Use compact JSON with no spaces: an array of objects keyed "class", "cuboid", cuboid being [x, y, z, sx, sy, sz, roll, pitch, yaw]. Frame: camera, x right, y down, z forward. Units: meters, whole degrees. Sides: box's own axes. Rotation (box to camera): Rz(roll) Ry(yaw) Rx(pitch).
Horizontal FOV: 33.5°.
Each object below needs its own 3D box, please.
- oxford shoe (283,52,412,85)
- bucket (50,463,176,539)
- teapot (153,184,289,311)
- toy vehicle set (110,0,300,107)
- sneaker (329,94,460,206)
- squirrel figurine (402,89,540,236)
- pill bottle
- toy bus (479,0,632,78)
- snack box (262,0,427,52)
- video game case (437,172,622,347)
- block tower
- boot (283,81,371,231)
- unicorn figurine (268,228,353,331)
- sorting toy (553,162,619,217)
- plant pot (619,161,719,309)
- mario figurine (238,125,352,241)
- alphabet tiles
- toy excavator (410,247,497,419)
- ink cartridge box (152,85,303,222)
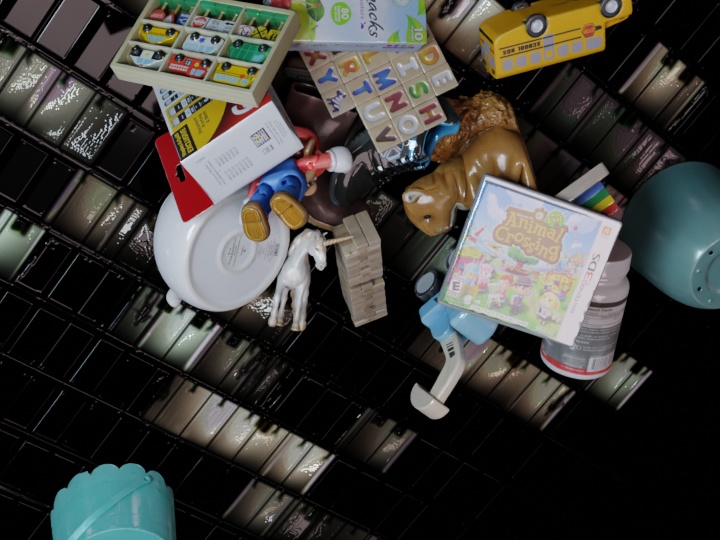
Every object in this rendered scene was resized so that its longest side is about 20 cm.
[{"class":"oxford shoe","cuboid":[-0.004,-0.281,1.559,0.197,0.073,0.086,-6,95,-9]},{"class":"bucket","cuboid":[-0.368,0.410,1.795,0.205,0.135,0.209,-7,121,-12]},{"class":"teapot","cuboid":[-0.199,-0.056,1.577,0.200,0.146,0.198,-44,137,-12]},{"class":"toy vehicle set","cuboid":[-0.183,-0.266,1.415,0.125,0.198,0.027,-66,155,-23]},{"class":"sneaker","cuboid":[0.042,-0.152,1.544,0.200,0.082,0.073,-47,157,3]},{"class":"squirrel figurine","cuboid":[0.138,-0.145,1.648,0.185,0.142,0.202,-18,102,11]},{"class":"pill bottle","cuboid":[0.344,0.053,1.816,0.112,0.114,0.202,-2,119,-15]},{"class":"toy bus","cuboid":[0.263,-0.324,1.604,0.198,0.065,0.079,-16,123,-7]},{"class":"snack box","cuboid":[-0.021,-0.346,1.478,0.197,0.053,0.144,-2,88,-16]},{"class":"video game case","cuboid":[0.223,-0.012,1.580,0.198,0.022,0.184,18,103,-9]},{"class":"block tower","cuboid":[0.000,0.000,1.675,0.053,0.058,0.201,-19,147,-8]},{"class":"boot","cuboid":[-0.042,-0.146,1.594,0.198,0.073,0.167,24,126,-18]},{"class":"unicorn figurine","cuboid":[-0.085,0.012,1.627,0.073,0.200,0.139,12,89,-17]},{"class":"sorting toy","cuboid":[0.269,-0.058,1.677,0.198,0.200,0.070,-36,87,6]},{"class":"plant pot","cuboid":[0.512,-0.038,1.786,0.198,0.161,0.203,-7,120,-12]},{"class":"mario figurine","cuboid":[-0.080,-0.100,1.476,0.122,0.201,0.107,14,125,2]},{"class":"alphabet tiles","cuboid":[0.023,-0.259,1.520,0.166,0.008,0.202,-26,85,-6]},{"class":"toy excavator","cuboid":[0.138,0.090,1.725,0.194,0.201,0.100,-41,122,19]},{"class":"ink cartridge box","cuboid":[-0.185,-0.181,1.467,0.175,0.201,0.084,-33,132,4]}]
